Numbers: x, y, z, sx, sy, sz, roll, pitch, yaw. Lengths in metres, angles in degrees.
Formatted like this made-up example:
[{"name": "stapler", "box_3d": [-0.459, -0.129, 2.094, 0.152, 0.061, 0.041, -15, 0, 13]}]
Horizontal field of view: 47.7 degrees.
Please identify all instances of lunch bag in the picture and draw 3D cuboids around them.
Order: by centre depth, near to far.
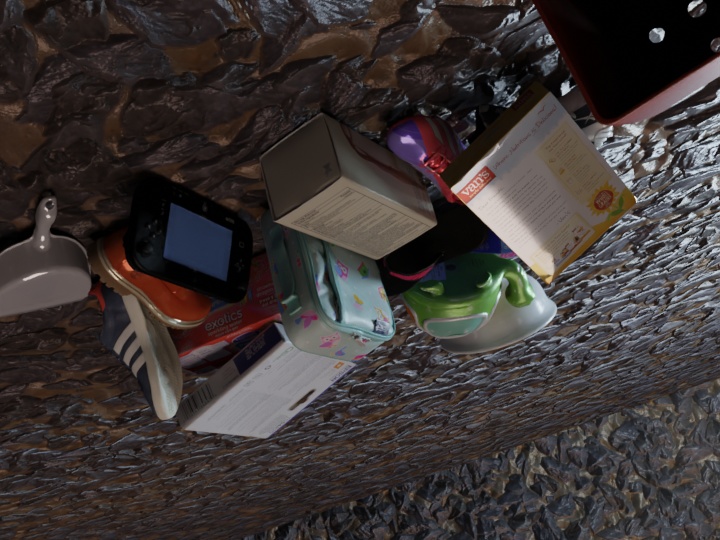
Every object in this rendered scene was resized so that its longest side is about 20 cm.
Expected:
[{"name": "lunch bag", "box_3d": [-0.041, 0.008, 0.985, 0.077, 0.201, 0.160, -31, 150, 24]}]

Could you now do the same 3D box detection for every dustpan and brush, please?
[{"name": "dustpan and brush", "box_3d": [-0.360, -0.016, 0.919, 0.139, 0.058, 0.200, -13, 164, -36]}]

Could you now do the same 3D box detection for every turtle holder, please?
[{"name": "turtle holder", "box_3d": [0.148, 0.023, 1.202, 0.184, 0.141, 0.133, -25, 134, -20]}]

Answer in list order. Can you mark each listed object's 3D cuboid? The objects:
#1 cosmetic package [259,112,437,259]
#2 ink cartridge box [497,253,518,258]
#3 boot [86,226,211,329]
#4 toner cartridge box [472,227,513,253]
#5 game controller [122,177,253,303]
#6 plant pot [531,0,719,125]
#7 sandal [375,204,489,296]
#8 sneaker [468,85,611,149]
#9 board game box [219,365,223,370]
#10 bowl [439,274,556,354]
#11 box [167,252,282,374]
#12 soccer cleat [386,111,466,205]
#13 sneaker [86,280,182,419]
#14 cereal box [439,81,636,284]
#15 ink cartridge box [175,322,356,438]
[{"name": "cosmetic package", "box_3d": [-0.010, -0.090, 0.938, 0.103, 0.088, 0.199, -28, 154, 26]}, {"name": "ink cartridge box", "box_3d": [0.271, -0.083, 1.195, 0.118, 0.042, 0.200, -10, 153, -16]}, {"name": "boot", "box_3d": [-0.226, 0.004, 0.999, 0.107, 0.075, 0.200, -30, 146, 11]}, {"name": "toner cartridge box", "box_3d": [0.157, -0.050, 1.061, 0.094, 0.044, 0.200, -8, -173, -28]}, {"name": "game controller", "box_3d": [-0.189, -0.030, 0.930, 0.042, 0.105, 0.200, 7, 169, 31]}, {"name": "plant pot", "box_3d": [0.272, -0.247, 0.697, 0.199, 0.201, 0.176, -32, 164, 28]}, {"name": "sandal", "box_3d": [0.070, -0.024, 1.014, 0.199, 0.076, 0.045, -30, 174, 40]}, {"name": "sneaker", "box_3d": [0.196, -0.166, 0.923, 0.129, 0.080, 0.199, 27, 120, -40]}, {"name": "board game box", "box_3d": [-0.157, 0.155, 1.299, 0.199, 0.041, 0.200, -36, 168, -35]}, {"name": "bowl", "box_3d": [0.208, 0.050, 1.319, 0.199, 0.091, 0.201, -21, -167, 5]}, {"name": "box", "box_3d": [-0.171, 0.059, 1.130, 0.199, 0.096, 0.100, -22, 156, 12]}, {"name": "soccer cleat", "box_3d": [0.100, -0.122, 0.956, 0.066, 0.077, 0.200, -30, 153, 23]}, {"name": "sneaker", "box_3d": [-0.294, 0.099, 1.051, 0.084, 0.202, 0.075, -13, -173, 12]}, {"name": "cereal box", "box_3d": [0.201, -0.091, 0.906, 0.144, 0.040, 0.200, -43, 124, 11]}, {"name": "ink cartridge box", "box_3d": [-0.130, 0.162, 1.159, 0.199, 0.041, 0.200, -40, 150, 13]}]
